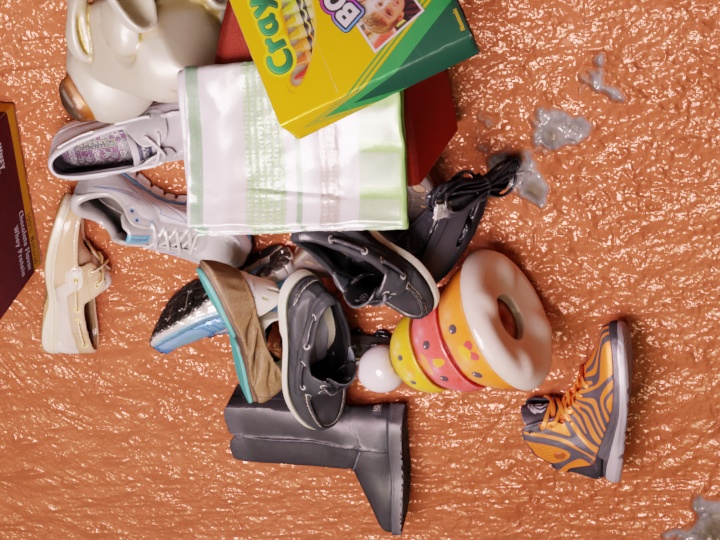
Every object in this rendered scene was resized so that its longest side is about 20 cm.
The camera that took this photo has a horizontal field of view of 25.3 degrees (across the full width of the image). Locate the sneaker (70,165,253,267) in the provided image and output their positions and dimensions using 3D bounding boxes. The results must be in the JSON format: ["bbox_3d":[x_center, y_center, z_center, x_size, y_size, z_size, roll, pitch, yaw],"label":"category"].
[{"bbox_3d":[-0.209,-0.042,1.646,0.199,0.087,0.075,22,123,-1],"label":"sneaker"}]

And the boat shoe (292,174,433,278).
[{"bbox_3d":[0.001,-0.059,1.590,0.075,0.072,0.200,18,139,-36],"label":"boat shoe"}]

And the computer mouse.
[{"bbox_3d":[0.074,-0.026,1.561,0.053,0.138,0.200,54,132,11],"label":"computer mouse"}]

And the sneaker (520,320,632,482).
[{"bbox_3d":[0.221,0.136,1.649,0.111,0.078,0.201,6,123,10],"label":"sneaker"}]

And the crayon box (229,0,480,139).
[{"bbox_3d":[-0.019,-0.237,1.320,0.172,0.058,0.201,-24,78,8],"label":"crayon box"}]

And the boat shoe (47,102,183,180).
[{"bbox_3d":[-0.218,-0.130,1.593,0.198,0.069,0.072,-5,121,7],"label":"boat shoe"}]

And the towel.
[{"bbox_3d":[-0.059,-0.104,1.367,0.198,0.031,0.150,-1,102,14],"label":"towel"}]

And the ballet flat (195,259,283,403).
[{"bbox_3d":[-0.108,0.053,1.624,0.072,0.068,0.201,-25,130,-9],"label":"ballet flat"}]

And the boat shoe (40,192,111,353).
[{"bbox_3d":[-0.300,0.007,1.716,0.069,0.074,0.201,10,127,-2],"label":"boat shoe"}]

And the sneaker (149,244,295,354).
[{"bbox_3d":[-0.137,0.053,1.694,0.199,0.079,0.090,-22,117,26],"label":"sneaker"}]

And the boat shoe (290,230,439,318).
[{"bbox_3d":[0.002,0.000,1.476,0.074,0.066,0.199,0,147,35],"label":"boat shoe"}]

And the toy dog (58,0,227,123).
[{"bbox_3d":[-0.204,-0.208,1.506,0.200,0.139,0.195,-21,101,53],"label":"toy dog"}]

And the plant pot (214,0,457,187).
[{"bbox_3d":[-0.028,-0.189,1.451,0.198,0.200,0.178,2,110,14],"label":"plant pot"}]

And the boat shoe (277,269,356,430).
[{"bbox_3d":[-0.035,0.093,1.640,0.066,0.074,0.201,24,131,36],"label":"boat shoe"}]

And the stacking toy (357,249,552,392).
[{"bbox_3d":[0.081,0.079,1.613,0.199,0.146,0.146,-27,112,31],"label":"stacking toy"}]

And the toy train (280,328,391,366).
[{"bbox_3d":[0.012,0.088,1.701,0.198,0.034,0.046,2,126,14],"label":"toy train"}]

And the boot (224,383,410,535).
[{"bbox_3d":[-0.047,0.211,1.775,0.198,0.066,0.166,3,114,10],"label":"boot"}]

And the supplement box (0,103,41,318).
[{"bbox_3d":[-0.436,-0.044,1.635,0.132,0.200,0.199,4,123,12],"label":"supplement box"}]
